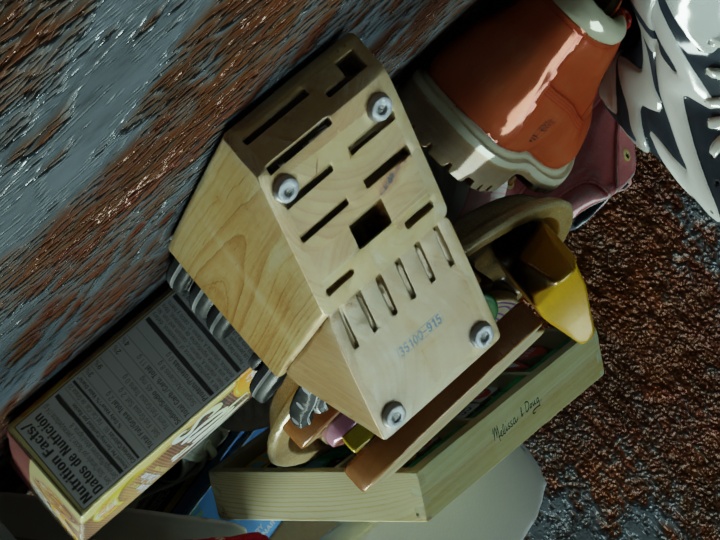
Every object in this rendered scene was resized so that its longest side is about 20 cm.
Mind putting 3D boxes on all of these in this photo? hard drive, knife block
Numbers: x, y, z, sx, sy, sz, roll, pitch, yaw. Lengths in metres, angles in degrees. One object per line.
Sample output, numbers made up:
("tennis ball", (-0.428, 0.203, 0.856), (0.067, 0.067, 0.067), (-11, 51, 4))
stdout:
("hard drive", (-0.147, 0.158, 1.515), (0.200, 0.131, 0.026), (133, -37, -65))
("knife block", (-0.034, -0.019, 1.121), (0.064, 0.175, 0.201), (-41, 132, -18))

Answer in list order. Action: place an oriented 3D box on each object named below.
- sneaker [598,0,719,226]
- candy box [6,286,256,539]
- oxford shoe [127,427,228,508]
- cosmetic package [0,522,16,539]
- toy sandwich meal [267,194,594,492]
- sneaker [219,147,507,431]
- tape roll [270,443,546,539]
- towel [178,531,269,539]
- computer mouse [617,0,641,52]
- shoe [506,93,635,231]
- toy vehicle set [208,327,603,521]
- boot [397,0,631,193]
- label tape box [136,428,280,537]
("sneaker", (0.178, -0.082, 1.317), (0.079, 0.130, 0.199), (-32, 163, -24))
("candy box", (-0.067, 0.033, 1.306), (0.200, 0.055, 0.115), (-42, 175, -12))
("oxford shoe", (-0.091, 0.073, 1.530), (0.200, 0.058, 0.075), (-40, 175, -46))
("cosmetic package", (-0.198, 0.169, 1.149), (0.090, 0.107, 0.200), (-44, 177, 31))
("toy sandwich meal", (0.040, 0.042, 1.360), (0.205, 0.070, 0.205), (-38, 166, -11))
("sneaker", (0.000, 0.000, 1.449), (0.200, 0.075, 0.105), (-48, 169, 24))
("tape roll", (0.004, 0.149, 1.593), (0.202, 0.071, 0.203), (-39, -169, 9))
("towel", (-0.151, 0.160, 1.390), (0.199, 0.023, 0.145), (-4, 160, -21))
("computer mouse", (0.152, -0.163, 1.371), (0.138, 0.053, 0.200), (-35, 164, -15))
("shoe", (0.130, -0.090, 1.630), (0.200, 0.091, 0.071), (-40, 176, -20))
("toy vehicle set", (0.027, 0.077, 1.491), (0.124, 0.027, 0.200), (-3, -162, 32))
("boot", (0.088, -0.094, 1.328), (0.107, 0.075, 0.200), (-47, 174, 13))
("label tape box", (-0.066, 0.106, 1.607), (0.145, 0.063, 0.200), (-53, -166, -16))
